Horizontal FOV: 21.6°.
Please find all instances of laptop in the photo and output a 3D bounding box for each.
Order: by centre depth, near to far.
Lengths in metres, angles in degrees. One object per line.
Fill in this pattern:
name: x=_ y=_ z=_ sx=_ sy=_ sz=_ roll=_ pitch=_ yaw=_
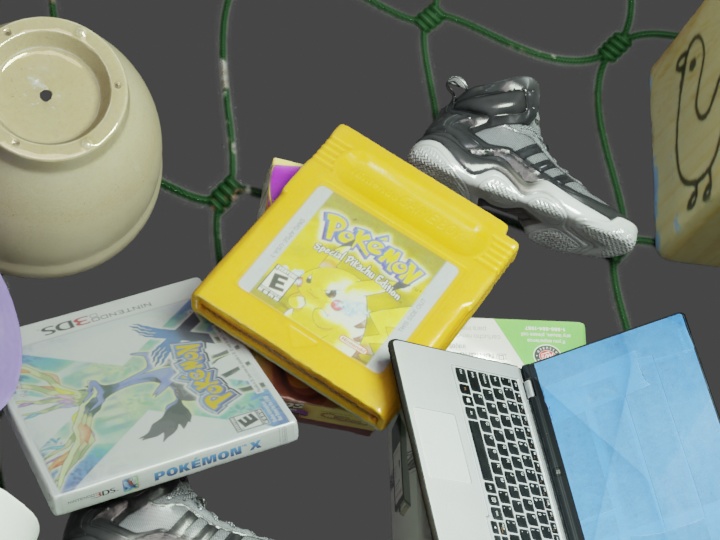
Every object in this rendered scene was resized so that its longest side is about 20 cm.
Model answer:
laptop: x=0.146 y=0.117 z=1.333 sx=0.200 sy=0.116 sz=0.187 roll=14 pitch=48 yaw=-35

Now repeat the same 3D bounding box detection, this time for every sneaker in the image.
sneaker: x=-0.120 y=0.180 z=1.376 sx=0.200 sy=0.075 sz=0.114 roll=4 pitch=71 yaw=-10
sneaker: x=0.146 y=-0.092 z=1.557 sx=0.200 sy=0.075 sz=0.114 roll=23 pitch=68 yaw=-1

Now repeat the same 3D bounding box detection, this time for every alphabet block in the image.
alphabet block: x=0.364 y=-0.118 z=1.553 sx=0.196 sy=0.200 sz=0.195 roll=5 pitch=67 yaw=-12

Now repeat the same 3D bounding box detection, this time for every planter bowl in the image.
planter bowl: x=-0.243 y=-0.110 z=1.439 sx=0.200 sy=0.135 sz=0.200 roll=4 pitch=68 yaw=-11

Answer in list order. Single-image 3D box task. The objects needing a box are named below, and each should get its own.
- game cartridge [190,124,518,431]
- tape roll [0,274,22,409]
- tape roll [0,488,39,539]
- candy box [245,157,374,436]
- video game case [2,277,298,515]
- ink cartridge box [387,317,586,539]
game cartridge: x=0.000 y=0.000 z=1.430 sx=0.176 sy=0.032 sz=0.200 roll=32 pitch=62 yaw=12
tape roll: x=-0.336 y=0.033 z=1.323 sx=0.085 sy=0.200 sz=0.200 roll=-30 pitch=74 yaw=23
tape roll: x=-0.321 y=0.175 z=1.269 sx=0.202 sy=0.202 sz=0.071 roll=19 pitch=66 yaw=-6
candy box: x=-0.030 y=0.020 z=1.482 sx=0.117 sy=0.056 sz=0.200 roll=12 pitch=68 yaw=-9
video game case: x=-0.167 y=0.086 z=1.381 sx=0.182 sy=0.022 sz=0.200 roll=-16 pitch=38 yaw=-19
ink cartridge box: x=0.100 y=0.143 z=1.448 sx=0.145 sy=0.084 sz=0.200 roll=3 pitch=68 yaw=-13
